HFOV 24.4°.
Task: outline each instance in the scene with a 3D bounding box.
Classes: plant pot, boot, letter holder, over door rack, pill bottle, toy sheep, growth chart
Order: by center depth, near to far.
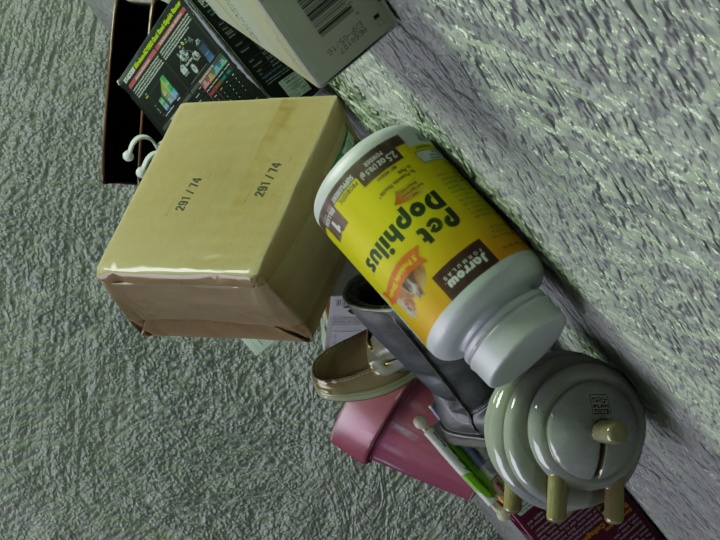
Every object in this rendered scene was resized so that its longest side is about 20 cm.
[{"bbox_3d":[0.063,-0.009,1.268,0.200,0.109,0.109,48,175,20],"label":"pill bottle"},{"bbox_3d":[0.161,0.128,1.304,0.138,0.138,0.200,51,162,-11],"label":"toy sheep"},{"bbox_3d":[0.101,0.072,1.432,0.181,0.073,0.200,-7,128,30],"label":"boot"},{"bbox_3d":[0.022,0.031,1.498,0.072,0.199,0.155,-96,-21,-47],"label":"boot"},{"bbox_3d":[0.125,0.133,1.590,0.145,0.200,0.018,44,131,0],"label":"growth chart"},{"bbox_3d":[-0.160,-0.032,1.653,0.200,0.067,0.148,53,176,-27],"label":"over door rack"},{"bbox_3d":[-0.220,-0.186,1.763,0.142,0.100,0.201,-51,-34,-85],"label":"letter holder"},{"bbox_3d":[0.091,0.169,1.969,0.179,0.200,0.200,34,172,9],"label":"plant pot"}]

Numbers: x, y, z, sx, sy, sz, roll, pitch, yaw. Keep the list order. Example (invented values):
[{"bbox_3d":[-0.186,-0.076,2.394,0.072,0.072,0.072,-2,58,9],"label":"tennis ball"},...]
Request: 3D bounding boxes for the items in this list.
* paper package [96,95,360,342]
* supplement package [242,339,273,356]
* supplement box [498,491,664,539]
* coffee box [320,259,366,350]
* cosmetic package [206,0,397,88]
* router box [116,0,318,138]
[{"bbox_3d":[-0.103,-0.044,1.464,0.190,0.200,0.104,1,144,33],"label":"paper package"},{"bbox_3d":[-0.162,0.018,2.907,0.151,0.200,0.152,51,175,-15],"label":"supplement package"},{"bbox_3d":[0.236,0.271,1.773,0.200,0.110,0.086,51,175,-8],"label":"supplement box"},{"bbox_3d":[0.000,0.000,1.648,0.200,0.079,0.115,100,167,-73],"label":"coffee box"},{"bbox_3d":[-0.064,-0.208,1.147,0.104,0.073,0.200,53,173,-31],"label":"cosmetic package"},{"bbox_3d":[-0.138,-0.179,1.590,0.150,0.062,0.200,50,148,-1],"label":"router box"}]
